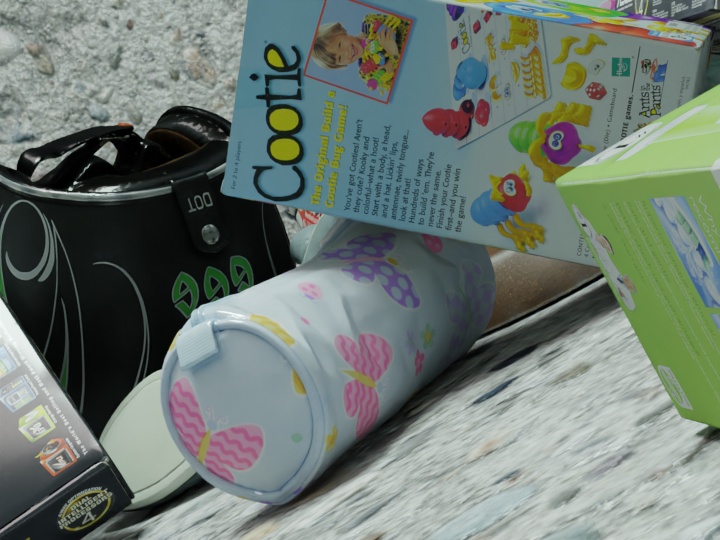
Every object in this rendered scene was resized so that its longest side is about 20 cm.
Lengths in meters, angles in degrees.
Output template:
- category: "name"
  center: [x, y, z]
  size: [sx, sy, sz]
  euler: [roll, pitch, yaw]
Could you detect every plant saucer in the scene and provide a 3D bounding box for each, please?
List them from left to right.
- category: "plant saucer"
  center: [0.114, -0.023, 1.178]
  size: [0.199, 0.035, 0.200]
  euler: [-29, 4, 2]

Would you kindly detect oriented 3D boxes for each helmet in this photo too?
- category: "helmet"
  center: [-0.128, 0.018, 1.293]
  size: [0.198, 0.192, 0.200]
  euler: [-4, 22, 2]

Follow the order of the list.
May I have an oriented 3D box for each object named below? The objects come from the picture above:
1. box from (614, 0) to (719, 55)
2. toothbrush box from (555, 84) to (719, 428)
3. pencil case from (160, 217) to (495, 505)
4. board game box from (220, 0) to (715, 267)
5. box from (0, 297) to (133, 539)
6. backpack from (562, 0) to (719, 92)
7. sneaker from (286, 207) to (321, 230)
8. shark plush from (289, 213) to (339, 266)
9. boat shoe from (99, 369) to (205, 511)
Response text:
- category: "box"
  center: [0.222, -0.130, 1.088]
  size: [0.159, 0.050, 0.200]
  euler: [3, 1, -6]
- category: "toothbrush box"
  center: [0.150, -0.025, 0.574]
  size: [0.145, 0.087, 0.200]
  euler: [-30, 3, -7]
- category: "pencil case"
  center: [-0.010, 0.029, 1.017]
  size: [0.083, 0.091, 0.200]
  euler: [-10, 15, 30]
- category: "board game box"
  center: [0.051, -0.073, 1.013]
  size: [0.198, 0.106, 0.103]
  euler: [12, 13, 10]
- category: "box"
  center: [-0.233, 0.086, 1.159]
  size: [0.161, 0.200, 0.049]
  euler: [-34, -34, -7]
- category: "backpack"
  center: [0.163, -0.137, 1.289]
  size: [0.199, 0.154, 0.175]
  euler: [-31, -12, 34]
- category: "sneaker"
  center: [-0.032, -0.058, 1.984]
  size: [0.067, 0.109, 0.201]
  euler: [-30, 4, -5]
- category: "shark plush"
  center: [0.000, 0.000, 1.165]
  size: [0.083, 0.091, 0.200]
  euler: [-46, -5, -34]
- category: "boat shoe"
  center: [-0.067, 0.079, 1.167]
  size: [0.061, 0.073, 0.200]
  euler: [22, -43, -36]
